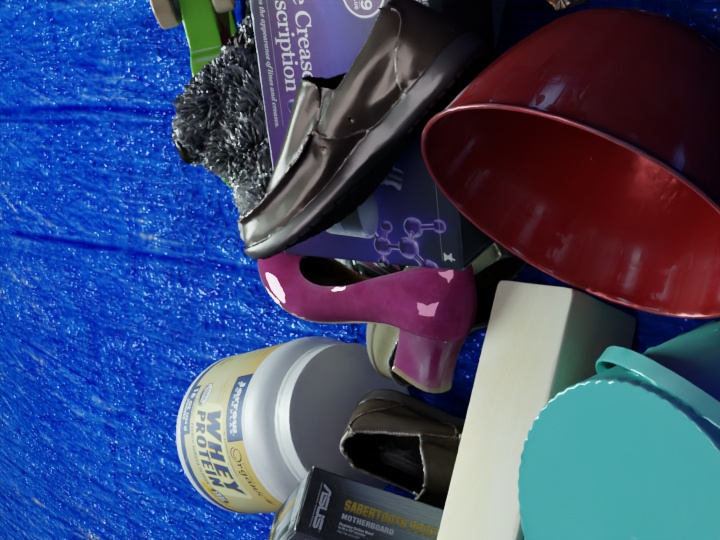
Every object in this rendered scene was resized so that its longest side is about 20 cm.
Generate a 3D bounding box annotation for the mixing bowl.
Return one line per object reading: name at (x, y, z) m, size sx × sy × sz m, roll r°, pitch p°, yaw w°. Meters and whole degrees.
mixing bowl at (0.143, -0.072, 0.646) m, size 0.199 × 0.200 × 0.109 m, roll 6°, pitch 63°, yaw 53°

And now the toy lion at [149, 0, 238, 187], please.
toy lion at (-0.120, -0.174, 1.003) m, size 0.200 × 0.068 × 0.194 m, roll -96°, pitch -8°, yaw -69°

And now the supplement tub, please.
supplement tub at (-0.058, 0.135, 1.003) m, size 0.199 × 0.143 × 0.146 m, roll -18°, pitch 86°, yaw 55°

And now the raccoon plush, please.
raccoon plush at (-0.060, -0.110, 0.835) m, size 0.134 × 0.096 × 0.202 m, roll 40°, pitch 134°, yaw 31°

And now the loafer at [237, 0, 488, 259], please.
loafer at (-0.010, -0.084, 0.691) m, size 0.071 × 0.073 × 0.200 m, roll 50°, pitch 117°, yaw 6°

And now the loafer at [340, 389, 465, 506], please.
loafer at (0.069, 0.149, 0.843) m, size 0.198 × 0.071 × 0.074 m, roll 13°, pitch 114°, yaw 29°

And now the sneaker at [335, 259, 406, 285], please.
sneaker at (0.005, -0.064, 0.929) m, size 0.086 × 0.080 × 0.202 m, roll -37°, pitch 70°, yaw 31°

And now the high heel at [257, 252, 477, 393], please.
high heel at (0.000, 0.000, 0.822) m, size 0.199 × 0.067 × 0.097 m, roll 35°, pitch 124°, yaw 40°

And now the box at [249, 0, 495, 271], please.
box at (0.013, -0.111, 0.752) m, size 0.140 × 0.079 × 0.202 m, roll 4°, pitch 113°, yaw 27°

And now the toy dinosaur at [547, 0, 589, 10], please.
toy dinosaur at (0.108, -0.242, 0.601) m, size 0.135 × 0.102 × 0.201 m, roll 4°, pitch 128°, yaw 53°

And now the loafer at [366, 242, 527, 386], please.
loafer at (0.064, 0.023, 0.855) m, size 0.069 × 0.075 × 0.201 m, roll 58°, pitch 141°, yaw 34°

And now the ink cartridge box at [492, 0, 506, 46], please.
ink cartridge box at (0.003, -0.182, 0.867) m, size 0.200 × 0.083 × 0.147 m, roll 39°, pitch 131°, yaw 41°

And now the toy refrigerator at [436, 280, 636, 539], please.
toy refrigerator at (0.108, 0.115, 0.747) m, size 0.070 × 0.075 × 0.202 m, roll 7°, pitch 80°, yaw 47°

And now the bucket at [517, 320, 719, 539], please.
bucket at (0.195, 0.130, 0.652) m, size 0.206 × 0.134 × 0.210 m, roll 22°, pitch 118°, yaw 49°

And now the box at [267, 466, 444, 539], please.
box at (0.016, 0.210, 0.872) m, size 0.200 × 0.157 × 0.049 m, roll 118°, pitch 169°, yaw -67°
